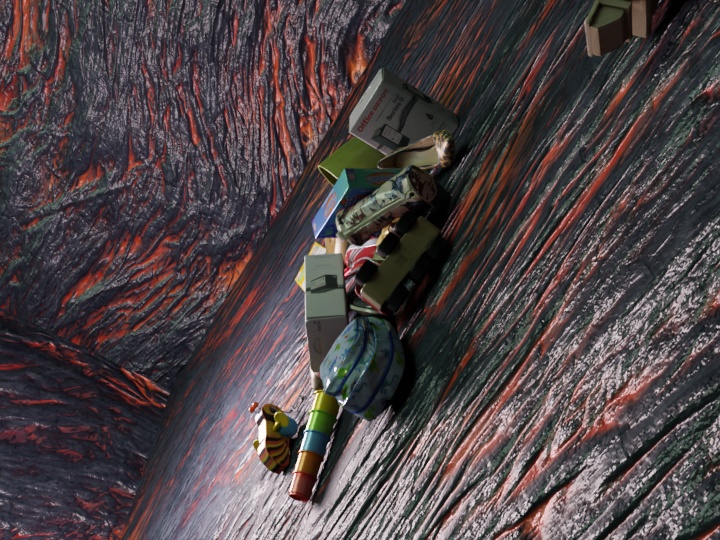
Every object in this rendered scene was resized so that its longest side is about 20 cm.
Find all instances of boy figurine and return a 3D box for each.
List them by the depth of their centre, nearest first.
[{"bbox_3d":[0.089,-0.089,1.652,0.124,0.064,0.200,-30,-19,-51],"label":"boy figurine"}]

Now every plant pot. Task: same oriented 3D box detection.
[{"bbox_3d":[0.031,-0.264,2.050,0.200,0.187,0.187,-48,13,-4],"label":"plant pot"},{"bbox_3d":[-0.061,-0.097,2.054,0.200,0.027,0.202,-178,90,-77],"label":"plant pot"}]

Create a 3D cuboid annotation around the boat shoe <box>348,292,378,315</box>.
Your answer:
[{"bbox_3d":[0.020,0.059,1.630,0.063,0.072,0.200,-65,9,-3],"label":"boat shoe"}]

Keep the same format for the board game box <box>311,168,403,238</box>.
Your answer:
[{"bbox_3d":[0.006,-0.131,1.669,0.200,0.151,0.045,127,135,-55],"label":"board game box"}]

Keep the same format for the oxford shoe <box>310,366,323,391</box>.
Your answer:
[{"bbox_3d":[-0.077,0.167,1.778,0.201,0.070,0.075,-76,13,-50],"label":"oxford shoe"}]

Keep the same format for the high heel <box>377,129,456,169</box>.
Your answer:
[{"bbox_3d":[0.114,-0.233,1.701,0.200,0.141,0.072,164,93,-82],"label":"high heel"}]

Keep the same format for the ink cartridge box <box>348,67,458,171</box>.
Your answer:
[{"bbox_3d":[0.091,-0.323,1.836,0.146,0.199,0.084,-54,16,26],"label":"ink cartridge box"}]

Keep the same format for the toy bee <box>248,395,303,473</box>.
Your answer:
[{"bbox_3d":[-0.194,0.335,1.794,0.132,0.108,0.200,-60,14,14],"label":"toy bee"}]

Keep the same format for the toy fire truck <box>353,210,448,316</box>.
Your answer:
[{"bbox_3d":[0.059,-0.005,1.544,0.176,0.128,0.200,-51,-10,-12],"label":"toy fire truck"}]

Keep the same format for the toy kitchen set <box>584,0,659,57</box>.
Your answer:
[{"bbox_3d":[0.396,-0.339,1.047,0.164,0.179,0.200,-61,-26,-11],"label":"toy kitchen set"}]

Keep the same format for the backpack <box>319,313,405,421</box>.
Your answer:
[{"bbox_3d":[0.004,0.163,1.388,0.164,0.153,0.200,-52,28,10],"label":"backpack"}]

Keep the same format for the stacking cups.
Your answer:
[{"bbox_3d":[-0.082,0.323,1.540,0.060,0.060,0.202,-39,31,56],"label":"stacking cups"}]

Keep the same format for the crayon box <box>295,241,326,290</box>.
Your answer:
[{"bbox_3d":[-0.115,-0.003,2.274,0.127,0.051,0.200,-61,15,1],"label":"crayon box"}]

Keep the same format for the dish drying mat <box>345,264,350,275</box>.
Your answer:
[{"bbox_3d":[-0.006,-0.038,2.016,0.200,0.018,0.077,-44,22,52],"label":"dish drying mat"}]

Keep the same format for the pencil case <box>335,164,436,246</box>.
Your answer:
[{"bbox_3d":[0.043,-0.118,1.560,0.199,0.078,0.089,-31,1,32],"label":"pencil case"}]

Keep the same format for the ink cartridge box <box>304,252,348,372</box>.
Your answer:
[{"bbox_3d":[-0.066,0.083,1.687,0.201,0.083,0.146,-95,1,-52],"label":"ink cartridge box"}]

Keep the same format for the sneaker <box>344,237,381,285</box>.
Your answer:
[{"bbox_3d":[0.000,0.000,1.814,0.113,0.071,0.200,-63,16,-20],"label":"sneaker"}]
